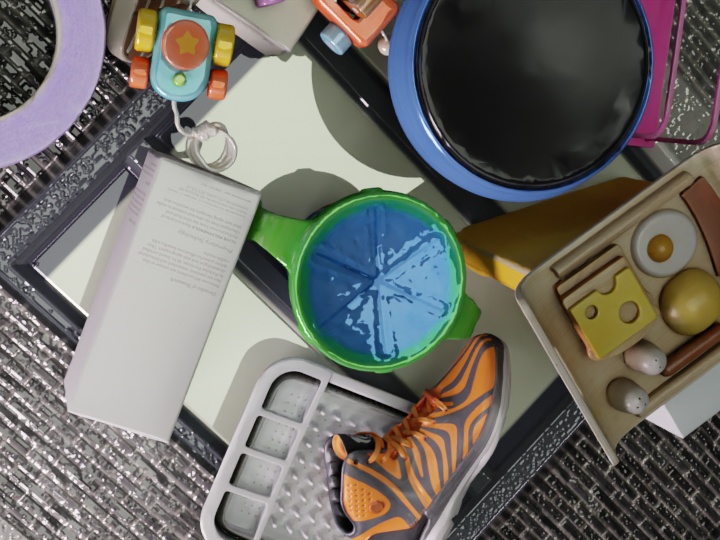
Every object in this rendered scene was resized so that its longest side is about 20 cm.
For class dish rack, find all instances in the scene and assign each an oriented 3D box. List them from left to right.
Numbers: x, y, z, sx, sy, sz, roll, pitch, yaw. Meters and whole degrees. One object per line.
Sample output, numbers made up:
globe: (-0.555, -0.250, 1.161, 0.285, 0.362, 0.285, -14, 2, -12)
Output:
dish rack: (-0.021, 0.174, 1.026, 0.200, 0.044, 0.172, 23, 91, -16)

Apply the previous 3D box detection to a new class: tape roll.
tape roll: (-0.287, -0.173, 0.886, 0.199, 0.085, 0.201, -2, 99, -15)

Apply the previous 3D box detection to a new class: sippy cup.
sippy cup: (0.000, 0.000, 0.961, 0.139, 0.130, 0.178, -31, 104, -8)

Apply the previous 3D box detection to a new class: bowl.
bowl: (0.121, -0.150, 0.889, 0.200, 0.039, 0.201, -2, 97, -14)

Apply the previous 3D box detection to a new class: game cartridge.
game cartridge: (0.180, -0.028, 0.968, 0.176, 0.200, 0.033, -18, 103, -11)

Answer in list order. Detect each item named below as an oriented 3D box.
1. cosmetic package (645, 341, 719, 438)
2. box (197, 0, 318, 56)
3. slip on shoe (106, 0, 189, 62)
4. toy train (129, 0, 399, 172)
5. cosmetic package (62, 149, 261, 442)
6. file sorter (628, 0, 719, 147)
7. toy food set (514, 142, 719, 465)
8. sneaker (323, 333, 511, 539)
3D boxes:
cosmetic package: (0.263, 0.052, 1.001, 0.151, 0.200, 0.052, -33, 104, -7)
box: (-0.038, -0.267, 0.933, 0.078, 0.095, 0.200, 33, 87, -15)
slip on shoe: (-0.155, -0.258, 0.923, 0.060, 0.076, 0.201, 24, 100, 20)
toy train: (-0.067, -0.169, 0.863, 0.200, 0.056, 0.150, -43, 103, -4)
cosmetic package: (-0.155, 0.016, 0.935, 0.085, 0.108, 0.201, 19, 94, -17)
file sorter: (0.181, -0.177, 0.986, 0.199, 0.125, 0.139, 5, 96, -15)
toy food set: (0.219, 0.022, 0.849, 0.200, 0.060, 0.144, -35, 105, -8)
sneaker: (0.040, 0.132, 0.975, 0.112, 0.078, 0.200, 22, 91, -18)
